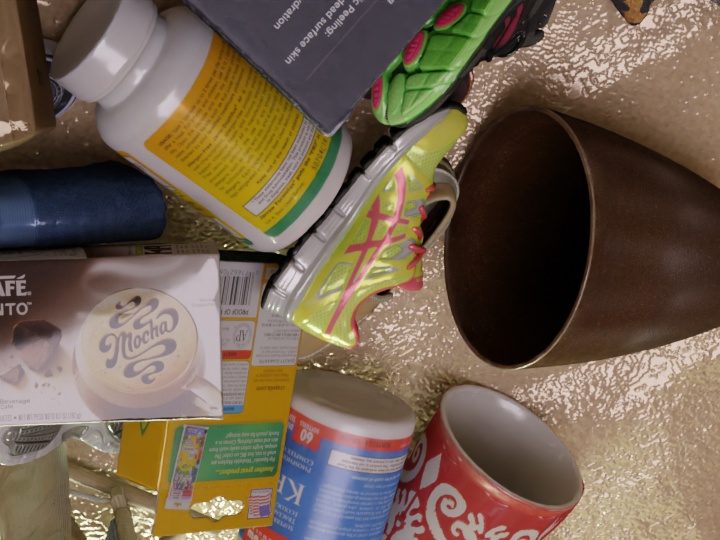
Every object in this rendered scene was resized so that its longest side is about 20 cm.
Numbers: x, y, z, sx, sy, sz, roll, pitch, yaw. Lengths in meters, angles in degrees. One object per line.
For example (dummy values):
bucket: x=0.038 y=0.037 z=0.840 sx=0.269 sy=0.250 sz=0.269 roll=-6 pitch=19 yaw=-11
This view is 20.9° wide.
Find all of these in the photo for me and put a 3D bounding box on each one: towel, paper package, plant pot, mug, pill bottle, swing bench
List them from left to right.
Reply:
paper package: x=-0.256 y=-0.164 z=1.206 sx=0.102 sy=0.200 sz=0.193 roll=-9 pitch=97 yaw=-5
towel: x=-0.238 y=-0.043 z=1.338 sx=0.198 sy=0.111 sz=0.049 roll=-4 pitch=101 yaw=-25
swing bench: x=-0.205 y=0.235 z=1.490 sx=0.129 sy=0.200 sz=0.200 roll=-39 pitch=120 yaw=14
pill bottle: x=-0.111 y=-0.110 z=1.346 sx=0.199 sy=0.113 sz=0.113 roll=36 pitch=110 yaw=-27
pill bottle: x=-0.035 y=0.189 z=1.519 sx=0.111 sy=0.112 sz=0.202 roll=12 pitch=103 yaw=-17
mug: x=0.087 y=0.219 z=1.577 sx=0.176 sy=0.134 sz=0.201 roll=24 pitch=118 yaw=-21
plant pot: x=0.193 y=-0.016 z=1.436 sx=0.198 sy=0.187 sz=0.188 roll=5 pitch=122 yaw=-30

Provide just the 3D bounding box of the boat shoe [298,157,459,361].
boat shoe: x=0.000 y=0.000 z=1.454 sx=0.071 sy=0.076 sz=0.201 roll=26 pitch=114 yaw=-26

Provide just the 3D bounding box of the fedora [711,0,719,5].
fedora: x=0.269 y=-0.232 z=1.329 sx=0.089 sy=0.200 sz=0.179 roll=15 pitch=84 yaw=16

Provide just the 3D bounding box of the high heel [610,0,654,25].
high heel: x=0.196 y=-0.234 z=1.304 sx=0.071 sy=0.143 sz=0.202 roll=-13 pitch=123 yaw=-9

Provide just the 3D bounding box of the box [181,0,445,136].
box: x=-0.033 y=-0.229 z=1.236 sx=0.200 sy=0.117 sz=0.197 roll=42 pitch=93 yaw=-14

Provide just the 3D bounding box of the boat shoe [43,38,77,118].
boat shoe: x=-0.286 y=-0.103 z=1.344 sx=0.198 sy=0.068 sz=0.072 roll=-13 pitch=123 yaw=-2

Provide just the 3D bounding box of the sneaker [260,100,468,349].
sneaker: x=0.020 y=-0.031 z=1.384 sx=0.090 sy=0.078 sz=0.201 roll=38 pitch=99 yaw=-4

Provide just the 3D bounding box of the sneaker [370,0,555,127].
sneaker: x=0.087 y=-0.167 z=1.340 sx=0.200 sy=0.077 sz=0.084 roll=-47 pitch=134 yaw=-9

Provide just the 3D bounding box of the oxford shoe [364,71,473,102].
oxford shoe: x=-0.007 y=-0.149 z=1.363 sx=0.198 sy=0.073 sz=0.072 roll=18 pitch=117 yaw=-20

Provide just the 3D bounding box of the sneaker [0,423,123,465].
sneaker: x=-0.219 y=0.081 z=1.451 sx=0.199 sy=0.099 sz=0.078 roll=2 pitch=126 yaw=-54

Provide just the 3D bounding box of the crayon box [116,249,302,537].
crayon box: x=-0.109 y=0.087 z=1.430 sx=0.125 sy=0.051 sz=0.202 roll=2 pitch=98 yaw=-48

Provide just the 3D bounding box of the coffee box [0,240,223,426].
coffee box: x=-0.193 y=0.042 z=1.315 sx=0.198 sy=0.080 sz=0.114 roll=-1 pitch=97 yaw=-7
